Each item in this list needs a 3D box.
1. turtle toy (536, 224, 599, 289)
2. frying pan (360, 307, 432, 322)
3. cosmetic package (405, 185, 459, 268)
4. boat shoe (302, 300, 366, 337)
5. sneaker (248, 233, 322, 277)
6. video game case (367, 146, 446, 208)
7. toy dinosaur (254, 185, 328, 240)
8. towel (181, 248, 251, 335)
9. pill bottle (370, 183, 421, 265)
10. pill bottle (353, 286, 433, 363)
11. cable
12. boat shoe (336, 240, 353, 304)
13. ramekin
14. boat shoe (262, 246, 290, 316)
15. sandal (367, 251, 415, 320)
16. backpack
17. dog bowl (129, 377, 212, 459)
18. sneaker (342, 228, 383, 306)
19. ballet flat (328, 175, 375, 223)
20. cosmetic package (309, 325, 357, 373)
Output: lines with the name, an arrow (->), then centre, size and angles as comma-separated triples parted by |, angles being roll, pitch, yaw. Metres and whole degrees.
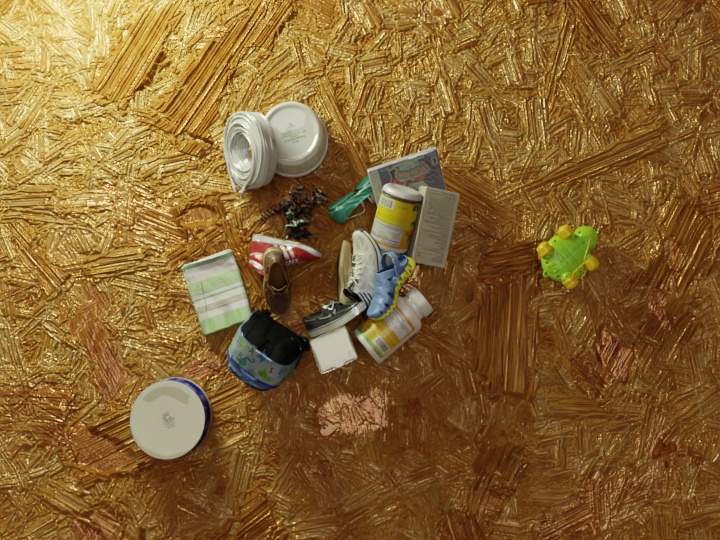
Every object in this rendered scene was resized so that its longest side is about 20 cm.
turtle toy -> 0.568, -0.047, 1.653 | 0.199, 0.101, 0.146 | -38, 86, -5
frying pan -> 0.089, 0.096, 1.659 | 0.187, 0.031, 0.117 | -18, 86, -7
cosmetic package -> 0.192, -0.118, 1.634 | 0.102, 0.073, 0.204 | 10, 98, -13
boat shoe -> -0.072, 0.113, 1.593 | 0.198, 0.072, 0.069 | -26, 95, 37
sneaker -> -0.207, -0.024, 1.641 | 0.196, 0.071, 0.114 | 12, 80, 7
video game case -> 0.134, -0.218, 1.656 | 0.197, 0.023, 0.185 | -19, 113, -4
toy dinosaur -> -0.183, -0.160, 1.661 | 0.198, 0.102, 0.138 | -24, 70, 14
towel -> -0.388, 0.058, 1.648 | 0.147, 0.031, 0.203 | -19, 85, -3
pill bottle -> 0.088, -0.120, 1.613 | 0.107, 0.109, 0.203 | 15, 108, 0
pill bottle -> 0.089, 0.138, 1.588 | 0.199, 0.111, 0.111 | -40, 87, -3
cable -> -0.291, -0.318, 1.610 | 0.069, 0.199, 0.203 | -15, 86, -40
boat shoe -> -0.030, 0.020, 1.648 | 0.063, 0.071, 0.204 | 0, 94, -6
ramekin -> -0.186, -0.365, 1.664 | 0.198, 0.094, 0.206 | 0, 84, -2
boat shoe -> -0.219, 0.041, 1.592 | 0.071, 0.068, 0.203 | -9, 122, -11
sandal -> 0.063, 0.032, 1.552 | 0.087, 0.079, 0.202 | 41, 62, -32
backpack -> -0.249, 0.216, 1.552 | 0.182, 0.200, 0.148 | 35, 104, 0
dog bowl -> -0.493, 0.384, 1.588 | 0.196, 0.079, 0.204 | 0, 84, -2
sneaker -> 0.000, 0.000, 1.579 | 0.114, 0.075, 0.204 | -25, 102, -39
ballet flat -> 0.002, -0.201, 1.677 | 0.199, 0.067, 0.071 | -40, 111, -5
cosmetic package -> -0.067, 0.199, 1.559 | 0.102, 0.200, 0.089 | -22, 86, -4
